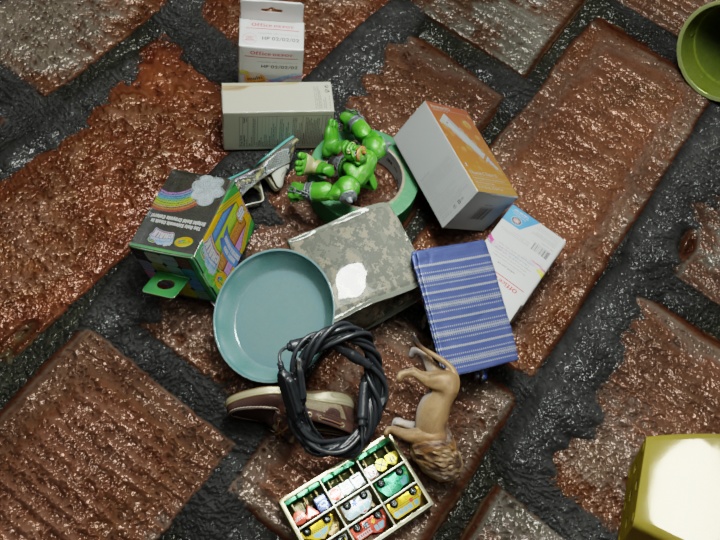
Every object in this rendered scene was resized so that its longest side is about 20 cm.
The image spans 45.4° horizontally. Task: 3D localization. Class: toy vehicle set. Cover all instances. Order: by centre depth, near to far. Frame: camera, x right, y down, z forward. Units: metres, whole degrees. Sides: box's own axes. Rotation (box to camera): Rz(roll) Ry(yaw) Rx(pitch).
[{"bbox_3d":[-0.007,0.340,1.250,0.197,0.027,0.125,-28,68,-21],"label":"toy vehicle set"}]

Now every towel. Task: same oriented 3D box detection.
[{"bbox_3d":[0.161,0.057,1.346,0.142,0.024,0.204,-10,79,-24],"label":"towel"}]

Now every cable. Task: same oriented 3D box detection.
[{"bbox_3d":[-0.034,0.176,1.248,0.161,0.051,0.204,-24,106,-22],"label":"cable"}]

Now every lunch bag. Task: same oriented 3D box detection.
[{"bbox_3d":[0.000,0.000,1.386,0.197,0.118,0.166,-23,68,-11],"label":"lunch bag"}]

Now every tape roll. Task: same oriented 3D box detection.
[{"bbox_3d":[0.003,-0.157,1.520,0.195,0.048,0.204,4,61,-7],"label":"tape roll"}]

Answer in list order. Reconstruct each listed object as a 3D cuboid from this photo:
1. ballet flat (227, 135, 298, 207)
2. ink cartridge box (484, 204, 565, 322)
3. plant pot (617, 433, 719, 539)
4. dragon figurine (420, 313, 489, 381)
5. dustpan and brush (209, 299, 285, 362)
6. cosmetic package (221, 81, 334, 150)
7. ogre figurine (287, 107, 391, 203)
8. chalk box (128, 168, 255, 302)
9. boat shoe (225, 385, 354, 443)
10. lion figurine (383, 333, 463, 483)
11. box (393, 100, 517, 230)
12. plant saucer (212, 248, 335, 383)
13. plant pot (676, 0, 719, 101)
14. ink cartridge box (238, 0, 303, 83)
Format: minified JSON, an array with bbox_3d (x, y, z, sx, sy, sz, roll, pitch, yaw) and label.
[{"bbox_3d":[-0.175,-0.158,1.493,0.199,0.072,0.072,-37,71,-24],"label":"ballet flat"},{"bbox_3d":[0.246,0.001,1.453,0.114,0.068,0.201,35,61,11],"label":"ink cartridge box"},{"bbox_3d":[0.472,0.346,1.230,0.173,0.202,0.203,13,59,14],"label":"plant pot"},{"bbox_3d":[0.152,0.091,1.394,0.097,0.059,0.204,-5,62,-11],"label":"dragon figurine"},{"bbox_3d":[-0.159,0.068,1.362,0.137,0.058,0.203,-18,67,-17],"label":"dustpan and brush"},{"bbox_3d":[-0.149,-0.275,1.533,0.195,0.106,0.072,-2,59,-11],"label":"cosmetic package"},{"bbox_3d":[-0.027,-0.185,1.454,0.118,0.100,0.200,21,43,24],"label":"ogre figurine"},{"bbox_3d":[-0.270,-0.036,1.352,0.122,0.125,0.203,11,59,21],"label":"chalk box"},{"bbox_3d":[-0.104,0.220,1.281,0.195,0.072,0.073,6,61,-14],"label":"boat shoe"},{"bbox_3d":[0.108,0.206,1.271,0.120,0.072,0.205,14,100,18],"label":"lion figurine"},{"bbox_3d":[0.164,-0.180,1.500,0.123,0.098,0.203,0,54,-46],"label":"box"},{"bbox_3d":[-0.126,0.070,1.299,0.195,0.036,0.205,-5,74,16],"label":"plant saucer"},{"bbox_3d":[0.774,-0.469,1.743,0.200,0.202,0.189,43,50,16],"label":"plant pot"},{"bbox_3d":[-0.159,-0.376,1.522,0.112,0.201,0.069,2,59,-6],"label":"ink cartridge box"}]
